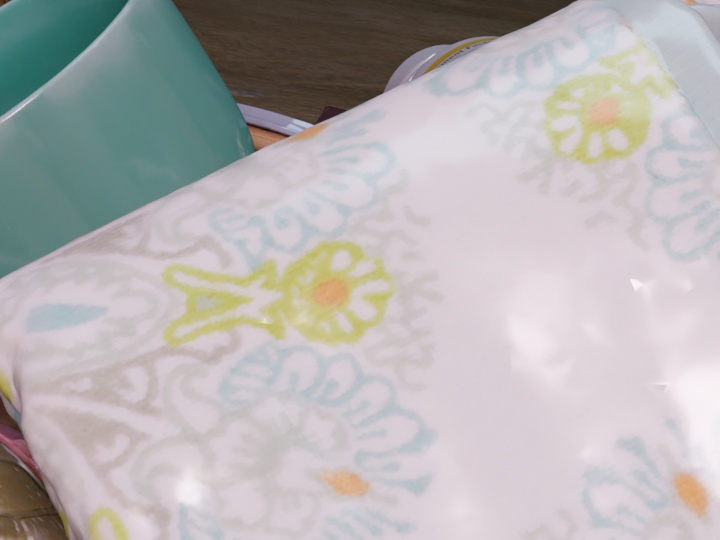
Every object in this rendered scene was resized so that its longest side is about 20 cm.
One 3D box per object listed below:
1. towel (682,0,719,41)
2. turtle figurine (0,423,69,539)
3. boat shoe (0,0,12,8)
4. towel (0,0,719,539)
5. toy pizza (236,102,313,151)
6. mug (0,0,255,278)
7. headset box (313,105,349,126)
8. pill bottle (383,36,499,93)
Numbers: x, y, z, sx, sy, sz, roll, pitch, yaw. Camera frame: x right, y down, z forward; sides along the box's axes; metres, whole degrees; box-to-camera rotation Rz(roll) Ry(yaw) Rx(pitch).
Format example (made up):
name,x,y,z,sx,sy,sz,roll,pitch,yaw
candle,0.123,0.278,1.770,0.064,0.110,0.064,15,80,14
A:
name,x,y,z,sx,sy,sz,roll,pitch,yaw
towel,0.155,-0.011,0.725,0.199,0.173,0.048,1,17,-28
turtle figurine,-0.088,0.084,0.467,0.149,0.101,0.200,21,11,29
boat shoe,-0.150,-0.083,0.911,0.066,0.201,0.074,-3,26,30
towel,0.035,0.051,0.411,0.170,0.048,0.201,-24,67,-13
toy pizza,-0.013,-0.025,0.951,0.199,0.032,0.200,21,-10,4
mug,-0.118,-0.037,0.807,0.151,0.115,0.185,-32,23,4
headset box,0.075,0.047,0.582,0.199,0.149,0.077,18,62,30
pill bottle,0.083,-0.066,1.123,0.111,0.113,0.200,3,15,-23
